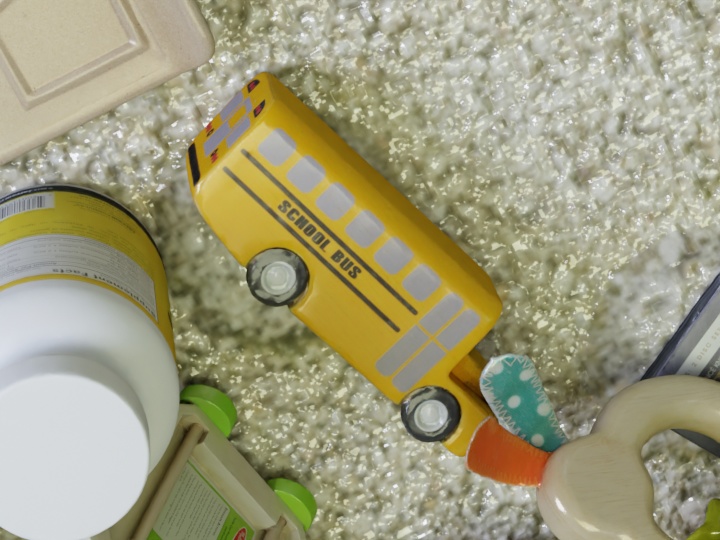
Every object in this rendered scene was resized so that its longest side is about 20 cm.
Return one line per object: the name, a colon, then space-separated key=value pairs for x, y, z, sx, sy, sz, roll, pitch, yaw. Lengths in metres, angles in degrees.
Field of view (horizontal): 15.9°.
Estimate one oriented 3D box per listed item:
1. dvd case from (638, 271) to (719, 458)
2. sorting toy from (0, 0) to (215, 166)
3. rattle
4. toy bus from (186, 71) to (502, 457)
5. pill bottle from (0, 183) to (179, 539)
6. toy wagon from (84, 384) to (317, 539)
dvd case: x=0.261 y=0.057 z=1.341 sx=0.199 sy=0.016 sz=0.149 roll=30 pitch=106 yaw=-17
sorting toy: x=-0.192 y=-0.139 z=1.195 sx=0.199 sy=0.037 sz=0.186 roll=-24 pitch=113 yaw=8
rattle: x=0.121 y=0.120 z=1.303 sx=0.199 sy=0.143 sz=0.131 roll=5 pitch=76 yaw=-19
toy bus: x=0.000 y=0.000 z=1.257 sx=0.078 sy=0.065 sz=0.200 roll=-45 pitch=110 yaw=9
pill bottle: x=-0.140 y=0.043 z=1.182 sx=0.111 sy=0.200 sz=0.113 roll=-2 pitch=113 yaw=-6
toy wagon: x=-0.070 y=0.160 z=1.271 sx=0.039 sy=0.156 sz=0.200 roll=-21 pitch=119 yaw=37
